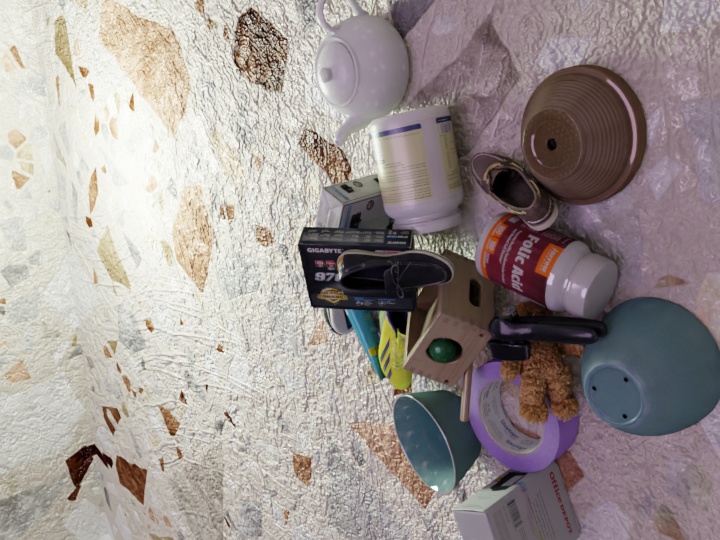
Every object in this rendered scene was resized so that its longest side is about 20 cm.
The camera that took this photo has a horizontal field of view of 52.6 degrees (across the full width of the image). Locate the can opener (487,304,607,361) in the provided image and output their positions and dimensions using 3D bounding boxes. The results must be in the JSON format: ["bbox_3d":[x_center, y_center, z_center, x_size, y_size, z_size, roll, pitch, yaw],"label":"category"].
[{"bbox_3d":[0.277,0.090,1.098,0.198,0.063,0.080,-9,109,43],"label":"can opener"}]

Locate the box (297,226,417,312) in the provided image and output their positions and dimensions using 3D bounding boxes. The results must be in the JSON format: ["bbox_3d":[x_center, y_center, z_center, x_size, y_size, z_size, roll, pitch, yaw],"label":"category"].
[{"bbox_3d":[0.000,0.000,1.273,0.196,0.046,0.161,3,134,10],"label":"box"}]

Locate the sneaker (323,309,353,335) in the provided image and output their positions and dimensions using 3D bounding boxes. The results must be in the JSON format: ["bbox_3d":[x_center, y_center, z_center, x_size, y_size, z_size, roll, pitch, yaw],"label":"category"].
[{"bbox_3d":[-0.057,0.041,1.584,0.112,0.072,0.204,149,118,-74],"label":"sneaker"}]

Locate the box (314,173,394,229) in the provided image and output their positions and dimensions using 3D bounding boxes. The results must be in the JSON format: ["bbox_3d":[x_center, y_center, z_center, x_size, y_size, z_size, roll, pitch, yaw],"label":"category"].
[{"bbox_3d":[0.010,-0.109,1.346,0.060,0.198,0.118,36,128,32],"label":"box"}]

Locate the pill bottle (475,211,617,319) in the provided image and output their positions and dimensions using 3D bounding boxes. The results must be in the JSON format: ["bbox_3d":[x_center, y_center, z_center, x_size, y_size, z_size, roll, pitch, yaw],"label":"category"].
[{"bbox_3d":[0.286,-0.006,1.132,0.199,0.113,0.116,29,125,39],"label":"pill bottle"}]

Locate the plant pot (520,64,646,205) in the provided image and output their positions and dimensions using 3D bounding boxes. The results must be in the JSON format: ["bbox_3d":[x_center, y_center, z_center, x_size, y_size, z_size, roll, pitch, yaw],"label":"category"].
[{"bbox_3d":[0.303,-0.189,1.059,0.199,0.092,0.205,23,122,42],"label":"plant pot"}]

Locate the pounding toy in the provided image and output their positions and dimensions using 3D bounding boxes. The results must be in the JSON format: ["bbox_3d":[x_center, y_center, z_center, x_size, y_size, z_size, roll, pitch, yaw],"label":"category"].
[{"bbox_3d":[0.165,0.115,1.267,0.140,0.202,0.185,20,133,-9],"label":"pounding toy"}]

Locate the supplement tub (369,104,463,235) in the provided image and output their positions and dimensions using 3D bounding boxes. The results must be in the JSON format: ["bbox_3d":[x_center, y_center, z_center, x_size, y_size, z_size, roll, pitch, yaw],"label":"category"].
[{"bbox_3d":[0.100,-0.172,1.259,0.144,0.144,0.204,-1,104,49],"label":"supplement tub"}]

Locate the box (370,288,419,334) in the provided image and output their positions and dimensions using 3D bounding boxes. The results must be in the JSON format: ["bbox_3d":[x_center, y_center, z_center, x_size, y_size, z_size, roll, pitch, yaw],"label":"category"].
[{"bbox_3d":[0.074,0.077,1.473,0.199,0.036,0.147,36,130,34],"label":"box"}]

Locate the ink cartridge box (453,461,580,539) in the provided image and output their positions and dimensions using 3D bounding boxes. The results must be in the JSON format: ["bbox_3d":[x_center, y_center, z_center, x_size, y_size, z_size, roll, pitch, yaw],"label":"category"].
[{"bbox_3d":[0.273,0.437,1.259,0.082,0.198,0.148,-20,90,53],"label":"ink cartridge box"}]

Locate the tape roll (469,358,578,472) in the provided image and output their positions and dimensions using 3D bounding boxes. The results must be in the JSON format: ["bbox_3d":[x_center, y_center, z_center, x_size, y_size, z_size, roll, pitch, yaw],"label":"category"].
[{"bbox_3d":[0.280,0.246,1.279,0.198,0.065,0.204,23,122,42],"label":"tape roll"}]

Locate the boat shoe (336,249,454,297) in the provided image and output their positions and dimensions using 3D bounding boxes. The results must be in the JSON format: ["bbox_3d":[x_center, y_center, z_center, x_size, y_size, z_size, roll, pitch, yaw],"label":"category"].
[{"bbox_3d":[0.055,0.007,1.190,0.196,0.063,0.076,3,133,8],"label":"boat shoe"}]

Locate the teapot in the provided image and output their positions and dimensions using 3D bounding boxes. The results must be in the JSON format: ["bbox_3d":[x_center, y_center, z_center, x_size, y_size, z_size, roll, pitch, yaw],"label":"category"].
[{"bbox_3d":[-0.017,-0.366,1.317,0.201,0.145,0.198,54,137,20],"label":"teapot"}]

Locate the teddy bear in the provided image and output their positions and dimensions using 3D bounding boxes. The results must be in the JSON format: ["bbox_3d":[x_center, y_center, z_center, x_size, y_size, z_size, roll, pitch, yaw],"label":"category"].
[{"bbox_3d":[0.290,0.145,1.168,0.142,0.067,0.204,6,79,9],"label":"teddy bear"}]

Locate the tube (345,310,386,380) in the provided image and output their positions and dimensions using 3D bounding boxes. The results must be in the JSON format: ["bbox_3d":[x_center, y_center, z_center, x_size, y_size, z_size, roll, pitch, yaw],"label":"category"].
[{"bbox_3d":[0.012,0.126,1.491,0.050,0.077,0.203,-28,80,24],"label":"tube"}]

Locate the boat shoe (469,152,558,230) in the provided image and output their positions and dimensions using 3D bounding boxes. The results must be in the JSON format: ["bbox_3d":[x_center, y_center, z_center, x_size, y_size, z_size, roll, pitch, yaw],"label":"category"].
[{"bbox_3d":[0.230,-0.138,1.146,0.072,0.059,0.201,-47,44,11],"label":"boat shoe"}]

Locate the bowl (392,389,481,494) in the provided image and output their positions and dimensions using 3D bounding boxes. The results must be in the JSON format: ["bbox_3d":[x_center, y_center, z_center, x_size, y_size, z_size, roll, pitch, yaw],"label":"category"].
[{"bbox_3d":[0.159,0.312,1.396,0.201,0.104,0.204,45,146,42],"label":"bowl"}]

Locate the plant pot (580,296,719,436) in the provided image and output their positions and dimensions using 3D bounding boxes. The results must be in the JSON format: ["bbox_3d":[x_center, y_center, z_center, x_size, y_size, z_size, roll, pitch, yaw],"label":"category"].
[{"bbox_3d":[0.398,0.156,1.052,0.198,0.133,0.204,23,122,42],"label":"plant pot"}]

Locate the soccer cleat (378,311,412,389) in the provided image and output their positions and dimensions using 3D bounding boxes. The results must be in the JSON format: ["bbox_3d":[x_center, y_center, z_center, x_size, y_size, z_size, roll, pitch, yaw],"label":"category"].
[{"bbox_3d":[0.073,0.141,1.416,0.083,0.064,0.204,-159,60,-65],"label":"soccer cleat"}]
